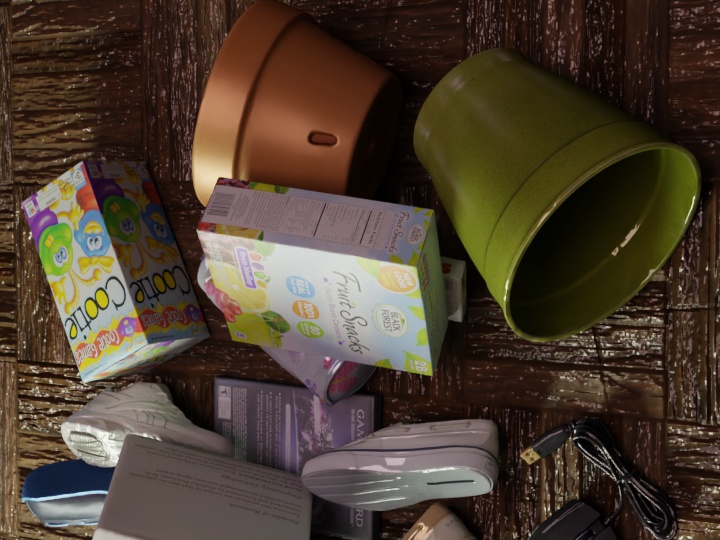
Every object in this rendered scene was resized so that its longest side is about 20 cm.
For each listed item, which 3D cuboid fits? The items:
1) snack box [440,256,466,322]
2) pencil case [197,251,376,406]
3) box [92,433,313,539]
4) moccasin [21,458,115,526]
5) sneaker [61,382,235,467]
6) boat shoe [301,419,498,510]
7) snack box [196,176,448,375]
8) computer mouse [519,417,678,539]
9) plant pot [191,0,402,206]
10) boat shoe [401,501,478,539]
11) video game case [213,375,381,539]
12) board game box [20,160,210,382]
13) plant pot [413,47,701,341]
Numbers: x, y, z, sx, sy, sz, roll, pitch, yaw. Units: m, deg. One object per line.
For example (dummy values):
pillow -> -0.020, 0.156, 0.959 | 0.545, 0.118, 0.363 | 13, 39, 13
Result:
snack box -> 0.000, 0.000, 1.398 | 0.197, 0.072, 0.025 | 12, 59, 13
pencil case -> -0.067, 0.039, 1.474 | 0.200, 0.083, 0.091 | 42, 100, 25
box -> -0.161, 0.299, 1.442 | 0.197, 0.172, 0.201 | 14, 113, -6
moccasin -> -0.256, 0.232, 1.612 | 0.197, 0.081, 0.069 | -2, 132, 13
sneaker -> -0.209, 0.156, 1.573 | 0.198, 0.100, 0.079 | 11, 136, 24
boat shoe -> 0.041, 0.177, 1.423 | 0.197, 0.074, 0.067 | -4, 46, 25
snack box -> -0.029, 0.007, 1.338 | 0.197, 0.170, 0.068 | 8, 55, 15
computer mouse -> 0.170, 0.226, 1.347 | 0.200, 0.046, 0.141 | -45, 70, 28
plant pot -> -0.049, -0.132, 1.399 | 0.138, 0.200, 0.203 | 20, 104, 14
boat shoe -> 0.027, 0.293, 1.437 | 0.200, 0.073, 0.070 | -43, 68, 18
video game case -> -0.066, 0.186, 1.520 | 0.198, 0.019, 0.145 | 4, 95, 33
board game box -> -0.254, -0.001, 1.584 | 0.102, 0.104, 0.202 | -28, 78, 31
plant pot -> 0.147, -0.081, 1.273 | 0.193, 0.199, 0.201 | 51, 118, 34
